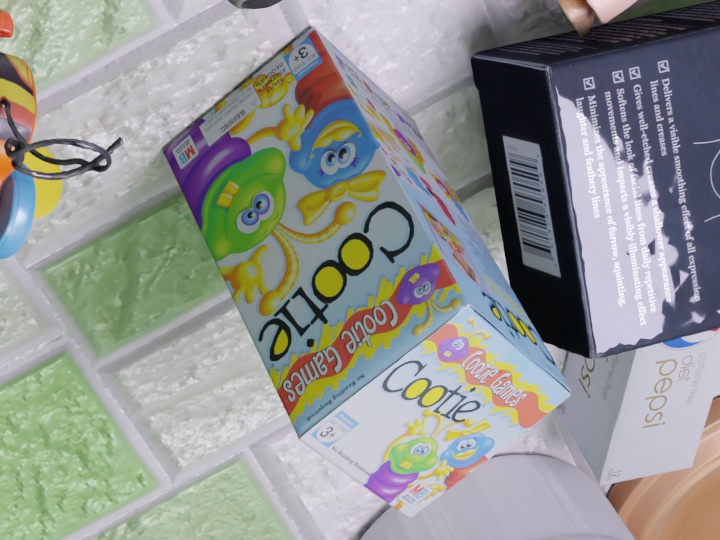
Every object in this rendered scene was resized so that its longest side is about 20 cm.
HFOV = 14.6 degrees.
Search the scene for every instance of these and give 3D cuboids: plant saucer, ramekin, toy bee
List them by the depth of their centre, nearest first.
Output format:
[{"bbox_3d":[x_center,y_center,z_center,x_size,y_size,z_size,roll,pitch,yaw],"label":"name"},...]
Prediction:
[{"bbox_3d":[-0.178,-0.060,1.295,0.199,0.109,0.131,-17,154,26],"label":"toy bee"},{"bbox_3d":[0.082,0.204,1.700,0.199,0.098,0.201,-15,137,-14],"label":"ramekin"},{"bbox_3d":[0.245,0.148,1.786,0.199,0.032,0.201,-16,139,-15],"label":"plant saucer"}]

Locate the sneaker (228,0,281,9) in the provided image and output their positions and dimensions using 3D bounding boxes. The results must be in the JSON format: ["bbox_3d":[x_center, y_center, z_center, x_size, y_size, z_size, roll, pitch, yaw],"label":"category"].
[{"bbox_3d":[0.015,-0.187,1.276,0.200,0.076,0.079,-45,139,19],"label":"sneaker"}]

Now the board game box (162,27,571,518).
[{"bbox_3d":[0.000,0.000,1.363,0.103,0.200,0.105,-38,138,11],"label":"board game box"}]

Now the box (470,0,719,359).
[{"bbox_3d":[0.174,-0.055,1.430,0.199,0.107,0.149,-13,101,-17],"label":"box"}]

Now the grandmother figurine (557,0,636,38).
[{"bbox_3d":[0.178,-0.190,1.379,0.199,0.061,0.121,-32,148,8],"label":"grandmother figurine"}]

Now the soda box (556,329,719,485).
[{"bbox_3d":[0.167,0.026,1.586,0.063,0.068,0.201,-10,136,-20],"label":"soda box"}]
